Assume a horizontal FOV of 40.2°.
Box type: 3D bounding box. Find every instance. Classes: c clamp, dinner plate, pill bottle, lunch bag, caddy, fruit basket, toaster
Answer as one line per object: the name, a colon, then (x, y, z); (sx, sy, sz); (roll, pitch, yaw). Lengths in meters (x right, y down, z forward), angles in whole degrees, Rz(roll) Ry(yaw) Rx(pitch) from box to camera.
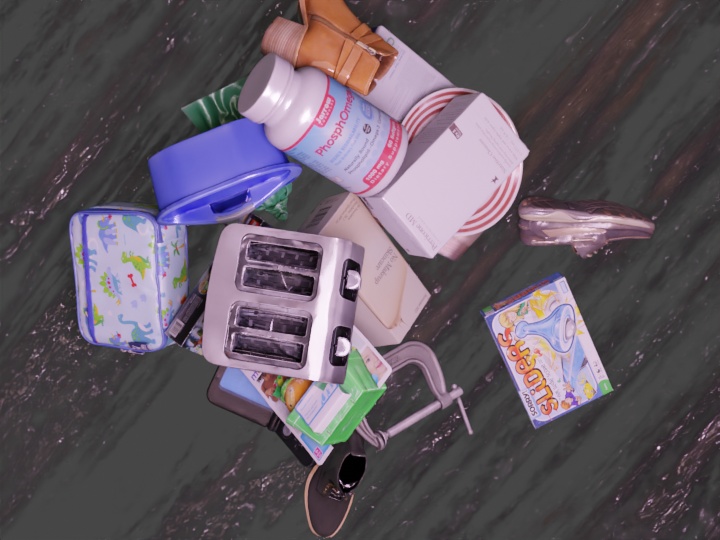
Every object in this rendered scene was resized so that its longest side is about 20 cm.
c clamp: (0.070, 0.198, 1.453); (0.199, 0.027, 0.172); (-20, 96, -28)
dinner plate: (0.132, -0.148, 1.351); (0.199, 0.024, 0.202); (-2, 94, -23)
pill bottle: (-0.047, -0.180, 1.211); (0.199, 0.109, 0.109); (28, 100, -29)
lunch bag: (-0.319, 0.009, 1.353); (0.160, 0.082, 0.202); (7, 105, 24)
caddy: (-0.175, -0.115, 1.268); (0.199, 0.141, 0.106); (-21, 84, 5)
fruit basket: (-0.071, 0.132, 1.339); (0.200, 0.094, 0.186); (45, 113, 20)
toaster: (-0.100, 0.038, 1.222); (0.198, 0.119, 0.182); (9, 85, 6)

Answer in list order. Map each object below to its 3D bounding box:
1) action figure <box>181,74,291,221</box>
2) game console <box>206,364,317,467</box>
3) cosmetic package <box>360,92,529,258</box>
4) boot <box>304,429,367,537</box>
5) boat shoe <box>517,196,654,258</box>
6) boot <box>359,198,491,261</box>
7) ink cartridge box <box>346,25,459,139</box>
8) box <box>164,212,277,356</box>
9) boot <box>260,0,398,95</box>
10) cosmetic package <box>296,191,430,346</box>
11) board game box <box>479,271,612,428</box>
action figure: (-0.150, -0.158, 1.365); (0.117, 0.055, 0.201); (-25, 101, -1)
game console: (-0.106, 0.152, 1.418); (0.116, 0.176, 0.201); (17, 104, -39)
cosmetic package: (0.110, -0.125, 1.289); (0.113, 0.081, 0.200); (46, 76, -20)
boot: (-0.037, 0.325, 1.452); (0.077, 0.138, 0.202); (8, 103, -8)
boat shoe: (0.325, -0.061, 1.436); (0.198, 0.075, 0.074); (6, 113, 2)
boot: (0.099, -0.110, 1.402); (0.199, 0.070, 0.147); (24, 94, -12)
ink cartridge box: (0.047, -0.194, 1.346); (0.199, 0.041, 0.201); (33, 80, -27)
box: (-0.167, 0.029, 1.358); (0.040, 0.137, 0.201); (32, 89, 29)
boot: (-0.018, -0.318, 1.272); (0.154, 0.201, 0.077); (24, 144, 9)
cosmetic package: (0.000, 0.000, 1.374); (0.200, 0.073, 0.104); (51, 53, -22)
board game box: (0.281, 0.121, 1.488); (0.135, 0.034, 0.201); (-27, 105, 1)
